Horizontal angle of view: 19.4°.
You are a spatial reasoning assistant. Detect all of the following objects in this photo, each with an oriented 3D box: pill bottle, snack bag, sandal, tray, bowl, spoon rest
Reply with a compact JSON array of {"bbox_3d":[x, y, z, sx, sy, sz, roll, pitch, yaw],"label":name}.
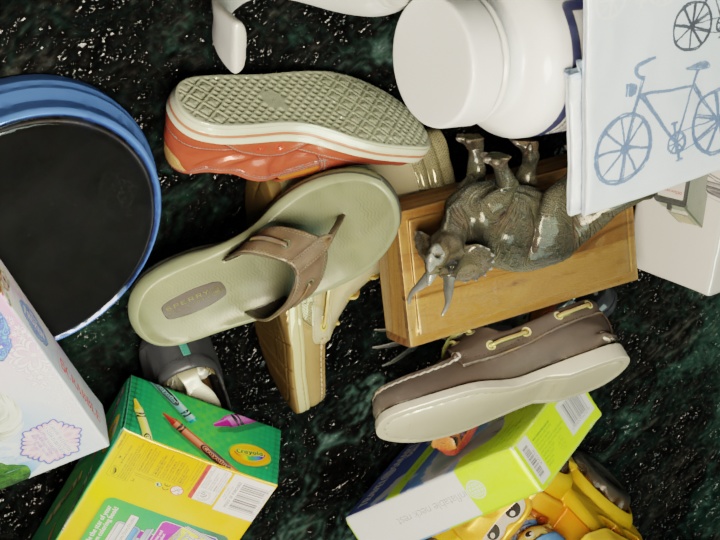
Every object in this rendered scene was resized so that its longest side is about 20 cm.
[{"bbox_3d":[0.128,-0.153,1.441,0.200,0.120,0.120,-10,128,-34],"label":"pill bottle"},{"bbox_3d":[0.211,-0.149,1.414,0.188,0.021,0.200,-19,119,-31],"label":"snack bag"},{"bbox_3d":[-0.060,0.002,1.417,0.201,0.057,0.080,-29,116,4],"label":"sandal"},{"bbox_3d":[0.107,-0.019,1.501,0.200,0.037,0.099,-16,110,-29],"label":"tray"},{"bbox_3d":[-0.222,-0.031,1.375,0.200,0.039,0.201,-18,131,-21],"label":"bowl"},{"bbox_3d":[-0.020,-0.193,1.377,0.200,0.061,0.099,-28,142,-31],"label":"spoon rest"}]

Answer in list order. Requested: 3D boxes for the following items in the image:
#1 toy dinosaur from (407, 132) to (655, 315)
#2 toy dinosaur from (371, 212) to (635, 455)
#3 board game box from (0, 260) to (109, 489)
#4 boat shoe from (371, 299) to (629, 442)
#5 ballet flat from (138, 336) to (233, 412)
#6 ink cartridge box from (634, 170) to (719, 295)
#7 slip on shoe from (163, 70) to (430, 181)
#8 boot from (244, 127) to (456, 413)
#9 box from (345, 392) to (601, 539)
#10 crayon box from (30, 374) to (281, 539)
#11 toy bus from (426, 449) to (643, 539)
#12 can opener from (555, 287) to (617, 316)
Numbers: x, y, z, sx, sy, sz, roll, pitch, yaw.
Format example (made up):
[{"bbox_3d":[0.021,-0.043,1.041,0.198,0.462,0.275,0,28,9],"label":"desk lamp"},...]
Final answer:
[{"bbox_3d":[0.107,-0.038,1.445,0.200,0.077,0.102,-6,112,-35],"label":"toy dinosaur"},{"bbox_3d":[0.107,0.047,1.561,0.200,0.105,0.182,0,94,2],"label":"toy dinosaur"},{"bbox_3d":[-0.294,0.082,1.373,0.199,0.041,0.200,-23,137,4],"label":"board game box"},{"bbox_3d":[0.093,0.070,1.501,0.200,0.060,0.072,-15,156,-20],"label":"boat shoe"},{"bbox_3d":[-0.118,0.120,1.540,0.073,0.073,0.200,-24,134,-16],"label":"ballet flat"},{"bbox_3d":[0.287,-0.097,1.583,0.145,0.084,0.200,-17,123,-44],"label":"ink cartridge box"},{"bbox_3d":[-0.044,-0.093,1.428,0.200,0.074,0.061,-1,139,-30],"label":"slip on shoe"},{"bbox_3d":[0.000,0.000,1.521,0.155,0.073,0.200,-17,122,-22],"label":"boot"},{"bbox_3d":[0.079,0.154,1.619,0.200,0.048,0.122,-28,-170,38],"label":"box"},{"bbox_3d":[-0.152,0.176,1.508,0.119,0.058,0.200,22,127,-17],"label":"crayon box"},{"bbox_3d":[0.165,0.239,1.734,0.136,0.192,0.200,-47,134,9],"label":"toy bus"},{"bbox_3d":[0.118,0.068,1.659,0.200,0.063,0.079,-36,136,-4],"label":"can opener"}]
